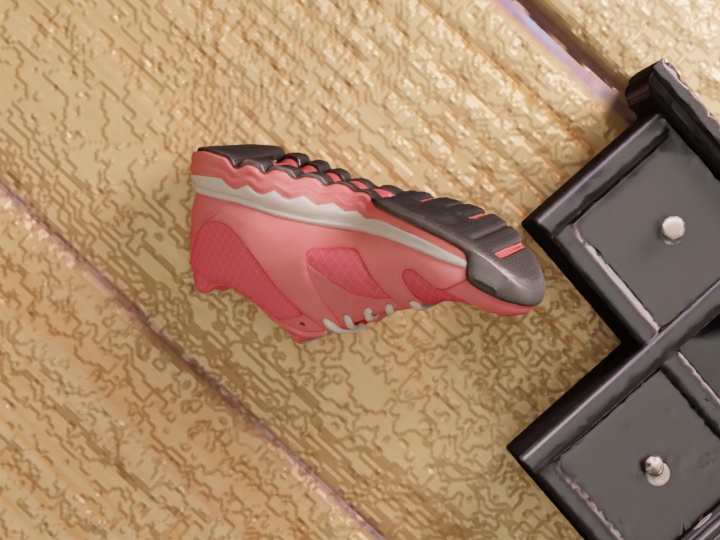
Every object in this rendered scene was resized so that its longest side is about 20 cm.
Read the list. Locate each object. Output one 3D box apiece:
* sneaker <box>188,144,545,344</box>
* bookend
[{"bbox_3d":[0.000,0.000,1.213,0.199,0.074,0.087,19,104,26],"label":"sneaker"},{"bbox_3d":[0.137,0.036,1.223,0.198,0.092,0.200,-40,91,-1],"label":"bookend"}]
